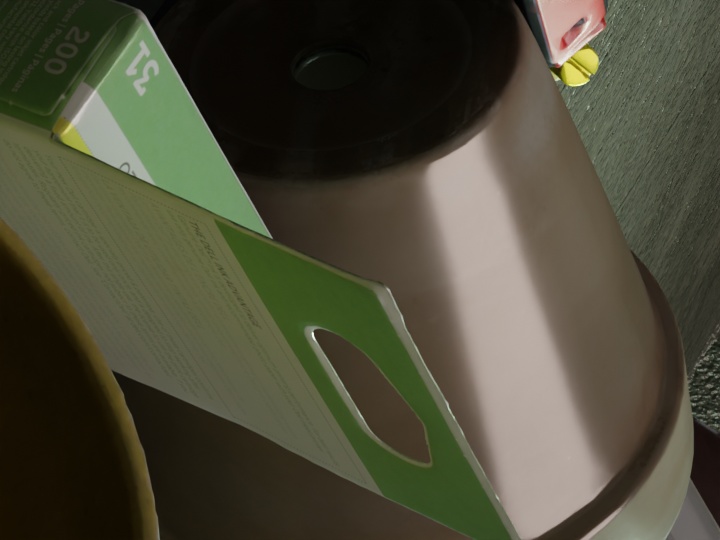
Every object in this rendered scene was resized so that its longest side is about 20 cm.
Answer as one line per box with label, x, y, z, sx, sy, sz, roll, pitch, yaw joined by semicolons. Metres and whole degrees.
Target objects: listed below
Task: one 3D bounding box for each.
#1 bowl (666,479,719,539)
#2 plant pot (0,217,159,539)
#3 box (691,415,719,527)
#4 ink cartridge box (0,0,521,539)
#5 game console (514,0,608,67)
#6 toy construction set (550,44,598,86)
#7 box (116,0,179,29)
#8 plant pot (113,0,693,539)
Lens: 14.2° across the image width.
bowl;0.073;0.111;1.030;0.075;0.200;0.200;-39;153;23
plant pot;-0.161;0.071;0.587;0.142;0.200;0.200;-48;-179;40
box;0.034;0.141;1.201;0.166;0.164;0.200;-55;-177;45
ink cartridge box;-0.044;-0.008;0.744;0.048;0.200;0.146;-58;148;-20
game console;0.014;-0.154;0.870;0.031;0.177;0.200;-34;167;0
toy construction set;0.057;-0.174;1.101;0.092;0.131;0.201;31;-70;58
box;-0.092;-0.025;0.952;0.200;0.046;0.159;-57;166;-26
plant pot;0.000;0.000;0.901;0.200;0.200;0.174;-54;148;-36
